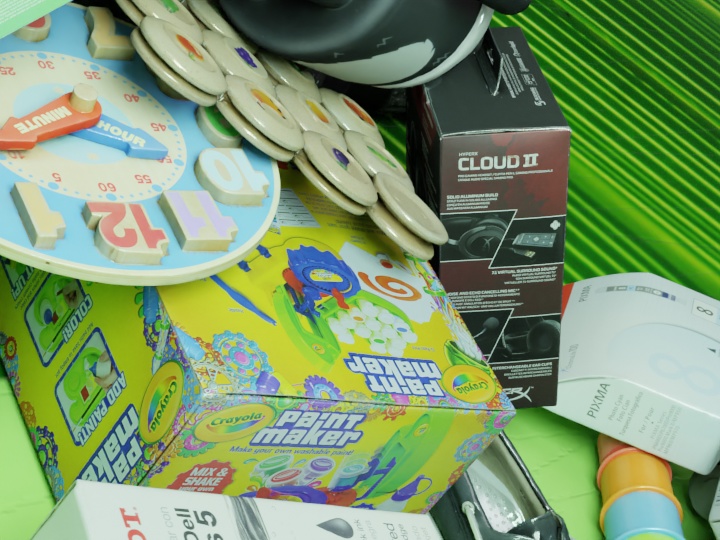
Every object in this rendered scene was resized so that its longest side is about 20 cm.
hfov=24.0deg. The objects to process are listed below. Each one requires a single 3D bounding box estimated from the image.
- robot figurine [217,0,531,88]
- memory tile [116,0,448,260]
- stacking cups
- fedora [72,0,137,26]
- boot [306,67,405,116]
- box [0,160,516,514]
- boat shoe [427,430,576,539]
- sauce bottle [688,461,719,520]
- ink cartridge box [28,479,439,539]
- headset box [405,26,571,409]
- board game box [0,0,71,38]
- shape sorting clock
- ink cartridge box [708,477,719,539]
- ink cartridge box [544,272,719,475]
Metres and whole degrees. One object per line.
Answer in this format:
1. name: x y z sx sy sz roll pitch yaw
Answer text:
1. robot figurine: -0.003 -0.160 0.884 0.150 0.125 0.200 51 16 17
2. memory tile: -0.043 -0.089 0.848 0.200 0.017 0.154 34 18 -33
3. stacking cups: 0.164 0.160 1.003 0.060 0.061 0.200 29 27 -17
4. fedora: -0.179 -0.147 0.890 0.091 0.201 0.200 38 27 25
5. boot: 0.029 -0.130 1.210 0.157 0.080 0.211 36 30 -6
6. box: -0.063 0.031 0.852 0.199 0.122 0.193 8 41 -43
7. boat shoe: 0.081 0.148 0.915 0.075 0.060 0.200 -8 54 -52
8. sauce bottle: 0.281 0.124 1.163 0.065 0.065 0.200 49 30 16
9. ink cartridge box: -0.040 0.178 0.719 0.199 0.084 0.146 12 40 -39
10. headset box: 0.070 -0.041 0.995 0.077 0.201 0.149 -3 29 -6
11. board game box: -0.139 -0.163 0.765 0.199 0.029 0.134 -32 39 -18
12. shape sorting clock: -0.128 -0.066 0.761 0.199 0.039 0.201 19 39 -16
13. ink cartridge box: 0.278 0.155 1.054 0.201 0.043 0.197 65 34 -29
14. ink cartridge box: 0.149 0.039 1.097 0.199 0.047 0.160 24 28 4
